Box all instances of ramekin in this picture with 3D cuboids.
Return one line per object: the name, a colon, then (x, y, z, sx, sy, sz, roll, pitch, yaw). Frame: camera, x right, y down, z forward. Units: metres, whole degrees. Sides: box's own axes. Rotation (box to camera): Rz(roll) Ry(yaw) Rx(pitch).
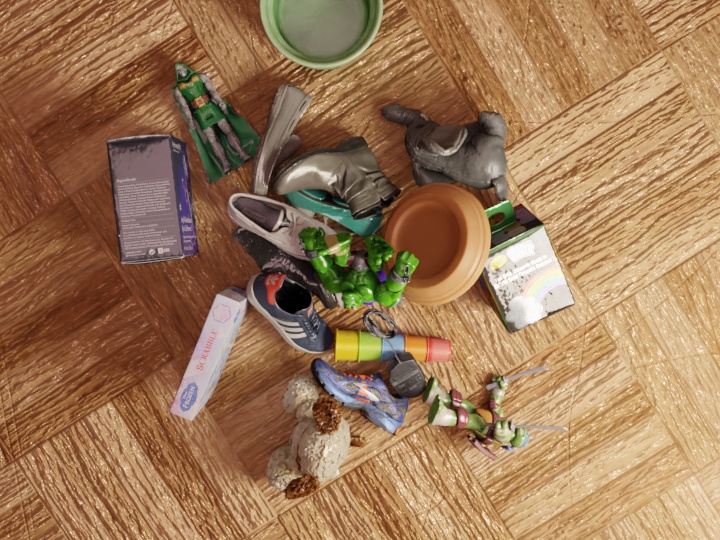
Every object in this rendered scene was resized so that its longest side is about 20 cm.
ramekin: (-0.064, -0.428, 1.471, 0.200, 0.098, 0.200, 0, 94, -1)

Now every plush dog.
plush dog: (-0.067, 0.292, 1.481, 0.160, 0.172, 0.200, 14, 93, -2)

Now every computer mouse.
computer mouse: (0.055, 0.137, 1.485, 0.059, 0.034, 0.200, -28, 119, 0)

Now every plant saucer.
plant saucer: (0.111, -0.045, 1.426, 0.200, 0.037, 0.201, -8, 77, 34)

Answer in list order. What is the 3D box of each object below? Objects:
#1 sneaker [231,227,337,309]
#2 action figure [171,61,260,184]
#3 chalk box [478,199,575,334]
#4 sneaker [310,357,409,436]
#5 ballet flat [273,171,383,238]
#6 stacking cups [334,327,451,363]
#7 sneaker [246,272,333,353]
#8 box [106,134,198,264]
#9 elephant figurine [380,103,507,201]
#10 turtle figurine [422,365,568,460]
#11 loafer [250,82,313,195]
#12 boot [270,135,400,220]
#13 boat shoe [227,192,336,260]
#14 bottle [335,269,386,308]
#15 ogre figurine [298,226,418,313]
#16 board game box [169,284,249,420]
sneaker: (-0.129, -0.003, 1.519, 0.104, 0.060, 0.200, -31, 88, -2)
action figure: (-0.257, -0.262, 1.503, 0.118, 0.055, 0.200, -32, 93, -4)
chalk box: (0.249, -0.023, 1.465, 0.125, 0.124, 0.200, -25, 111, 2)
sneaker: (0.000, 0.202, 1.528, 0.200, 0.075, 0.079, 35, 81, -18)
ballet flat: (-0.062, -0.103, 1.512, 0.200, 0.067, 0.071, 20, 110, 0)
stacking cups: (0.055, 0.131, 1.528, 0.200, 0.061, 0.061, 2, 94, -1)
sneaker: (-0.097, 0.073, 1.472, 0.200, 0.084, 0.075, 42, 52, -37)
box: (-0.338, -0.116, 1.463, 0.104, 0.148, 0.200, -6, 94, 0)
elephant figurine: (0.136, -0.198, 1.476, 0.200, 0.155, 0.142, 0, 106, -2)
turtle figurine: (0.216, 0.219, 1.490, 0.194, 0.200, 0.144, 16, 55, -12)
loafer: (-0.131, -0.215, 1.485, 0.070, 0.070, 0.200, 19, 78, -11)
boot: (-0.035, -0.137, 1.459, 0.200, 0.068, 0.131, -25, 73, -27)
boat shoe: (-0.126, -0.076, 1.466, 0.200, 0.066, 0.072, 28, 81, 3)
bottle: (0.053, 0.012, 1.518, 0.200, 0.065, 0.084, -20, 87, 1)
ogre figurine: (0.000, 0.000, 1.418, 0.200, 0.098, 0.120, 0, 132, 11)
board game box: (-0.239, 0.127, 1.455, 0.041, 0.200, 0.200, 23, 92, -2)
